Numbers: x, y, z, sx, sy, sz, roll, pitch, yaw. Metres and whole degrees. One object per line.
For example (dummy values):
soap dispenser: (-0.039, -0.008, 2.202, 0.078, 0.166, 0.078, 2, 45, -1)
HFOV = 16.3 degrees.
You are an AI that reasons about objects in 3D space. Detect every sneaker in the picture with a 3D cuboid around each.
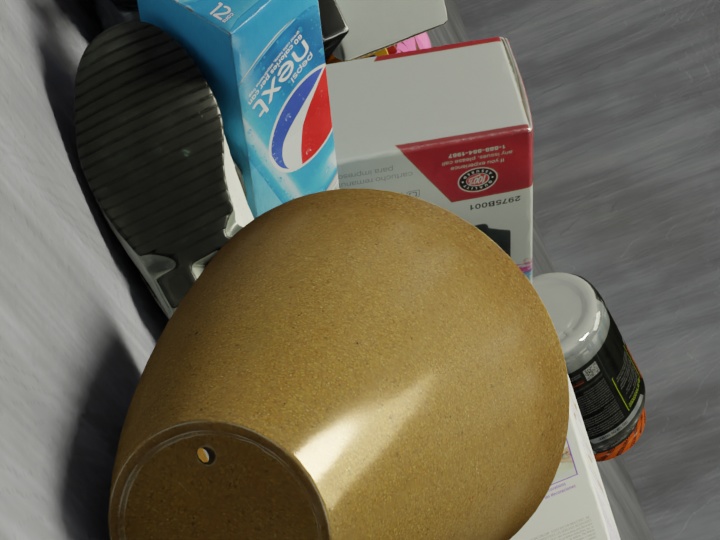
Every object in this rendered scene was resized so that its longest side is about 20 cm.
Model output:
sneaker: (-0.088, -0.025, 1.248, 0.089, 0.074, 0.200, -163, -128, -83)

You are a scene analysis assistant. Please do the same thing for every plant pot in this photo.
plant pot: (-0.024, 0.076, 1.053, 0.187, 0.186, 0.200, 66, 21, -6)

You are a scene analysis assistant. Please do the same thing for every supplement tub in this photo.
supplement tub: (0.221, 0.104, 2.610, 0.123, 0.122, 0.200, -105, 168, -45)

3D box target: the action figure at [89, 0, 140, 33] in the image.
action figure: (-0.137, -0.178, 1.348, 0.200, 0.105, 0.194, 40, -12, 27)

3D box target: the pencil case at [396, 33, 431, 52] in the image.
pencil case: (0.026, -0.177, 2.266, 0.094, 0.091, 0.200, 30, 19, -8)

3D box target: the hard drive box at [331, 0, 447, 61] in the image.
hard drive box: (-0.030, -0.250, 1.575, 0.156, 0.077, 0.200, 36, -35, 59)

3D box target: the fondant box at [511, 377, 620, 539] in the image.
fondant box: (0.071, 0.135, 1.518, 0.200, 0.144, 0.058, -104, 167, -47)

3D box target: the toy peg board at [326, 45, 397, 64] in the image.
toy peg board: (-0.035, -0.205, 1.782, 0.200, 0.098, 0.199, 64, -4, -18)

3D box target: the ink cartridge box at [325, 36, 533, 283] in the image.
ink cartridge box: (0.025, -0.029, 1.482, 0.200, 0.146, 0.083, 85, -7, -48)

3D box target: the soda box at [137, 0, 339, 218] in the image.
soda box: (-0.059, -0.083, 1.291, 0.068, 0.064, 0.200, 32, -29, 27)

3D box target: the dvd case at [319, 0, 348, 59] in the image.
dvd case: (-0.069, -0.186, 1.602, 0.150, 0.025, 0.200, 65, -17, 5)
